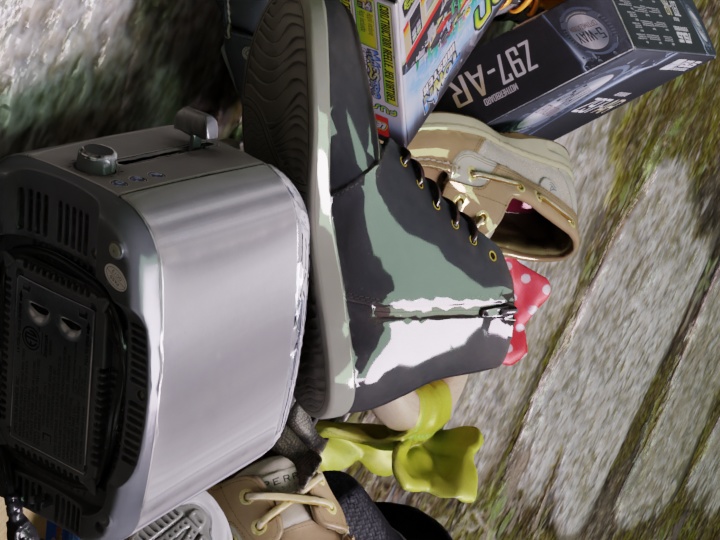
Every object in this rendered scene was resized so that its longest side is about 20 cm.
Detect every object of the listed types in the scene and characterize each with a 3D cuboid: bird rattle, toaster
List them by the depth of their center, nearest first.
[{"bbox_3d":[-0.098,0.029,1.245,0.129,0.113,0.201,-23,126,-47],"label":"toaster"},{"bbox_3d":[0.048,0.042,1.750,0.201,0.112,0.163,-58,145,-26],"label":"bird rattle"}]

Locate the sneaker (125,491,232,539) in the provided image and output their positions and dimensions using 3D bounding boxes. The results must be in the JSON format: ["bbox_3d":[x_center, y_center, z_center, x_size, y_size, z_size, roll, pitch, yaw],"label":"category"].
[{"bbox_3d":[-0.149,0.189,1.382,0.200,0.078,0.099,-38,179,-29],"label":"sneaker"}]

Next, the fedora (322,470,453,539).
[{"bbox_3d":[-0.044,0.182,1.609,0.201,0.200,0.092,-52,132,-32],"label":"fedora"}]

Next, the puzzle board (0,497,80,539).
[{"bbox_3d":[-0.172,0.109,1.352,0.151,0.017,0.201,-48,156,-44],"label":"puzzle board"}]

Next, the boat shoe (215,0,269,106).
[{"bbox_3d":[-0.030,-0.106,1.329,0.200,0.072,0.062,78,2,-57],"label":"boat shoe"}]

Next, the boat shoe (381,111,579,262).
[{"bbox_3d":[0.055,-0.041,1.553,0.199,0.067,0.074,3,151,-44],"label":"boat shoe"}]

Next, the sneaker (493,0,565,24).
[{"bbox_3d":[0.073,-0.173,1.557,0.200,0.077,0.079,-19,134,-64],"label":"sneaker"}]

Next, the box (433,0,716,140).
[{"bbox_3d":[0.111,-0.113,1.649,0.159,0.044,0.200,-27,173,19],"label":"box"}]

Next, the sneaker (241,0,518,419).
[{"bbox_3d":[0.010,-0.039,1.296,0.106,0.075,0.202,-13,107,-26],"label":"sneaker"}]

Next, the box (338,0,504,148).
[{"bbox_3d":[0.052,-0.167,1.339,0.201,0.035,0.110,-57,159,-28],"label":"box"}]

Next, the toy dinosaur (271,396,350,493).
[{"bbox_3d":[-0.047,0.041,1.351,0.201,0.102,0.077,-60,-179,23],"label":"toy dinosaur"}]

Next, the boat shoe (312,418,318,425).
[{"bbox_3d":[-0.040,0.083,1.613,0.200,0.057,0.067,-53,157,-31],"label":"boat shoe"}]

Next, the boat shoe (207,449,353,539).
[{"bbox_3d":[-0.049,0.124,1.436,0.074,0.200,0.067,-14,132,-28],"label":"boat shoe"}]

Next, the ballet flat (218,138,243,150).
[{"bbox_3d":[-0.055,-0.035,1.412,0.200,0.068,0.064,-13,110,-69],"label":"ballet flat"}]
